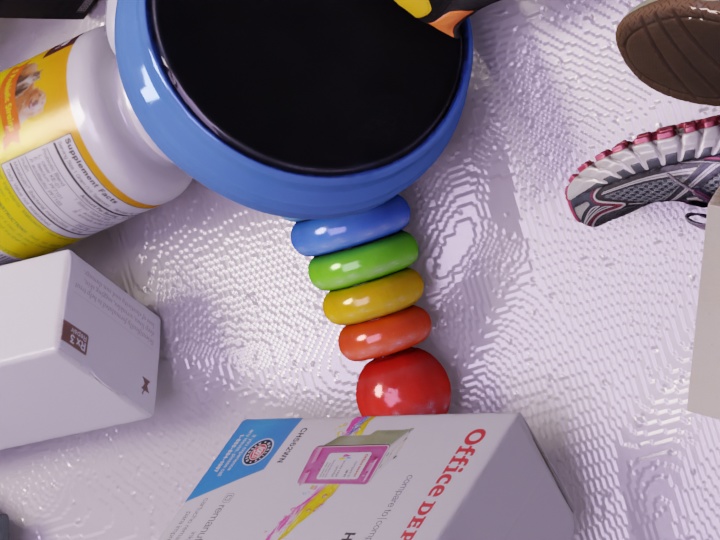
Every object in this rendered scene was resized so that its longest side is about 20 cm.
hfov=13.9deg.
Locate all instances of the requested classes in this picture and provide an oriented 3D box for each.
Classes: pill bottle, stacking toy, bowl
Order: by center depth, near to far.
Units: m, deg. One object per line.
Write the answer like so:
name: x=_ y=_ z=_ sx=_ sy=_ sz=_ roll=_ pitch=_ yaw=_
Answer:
bowl: x=-0.033 y=-0.127 z=1.596 sx=0.201 sy=0.201 sz=0.039 roll=60 pitch=154 yaw=9
stacking toy: x=0.000 y=0.000 z=1.658 sx=0.085 sy=0.085 sz=0.200 roll=-14 pitch=94 yaw=29
pill bottle: x=-0.171 y=-0.074 z=1.720 sx=0.200 sy=0.109 sz=0.109 roll=-22 pitch=86 yaw=28

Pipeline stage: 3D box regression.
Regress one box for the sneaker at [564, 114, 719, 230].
sneaker: x=0.201 y=-0.046 z=1.541 sx=0.200 sy=0.081 sz=0.075 roll=-9 pitch=94 yaw=28

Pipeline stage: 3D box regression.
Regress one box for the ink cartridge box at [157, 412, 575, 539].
ink cartridge box: x=-0.004 y=0.153 z=1.611 sx=0.200 sy=0.145 sz=0.085 roll=-3 pitch=128 yaw=37

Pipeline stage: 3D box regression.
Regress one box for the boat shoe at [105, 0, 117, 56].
boat shoe: x=-0.105 y=-0.197 z=1.666 sx=0.062 sy=0.072 sz=0.200 roll=-11 pitch=54 yaw=45

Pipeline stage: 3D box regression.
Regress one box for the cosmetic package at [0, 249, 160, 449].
cosmetic package: x=-0.228 y=0.056 z=1.762 sx=0.200 sy=0.102 sz=0.074 roll=-14 pitch=57 yaw=27

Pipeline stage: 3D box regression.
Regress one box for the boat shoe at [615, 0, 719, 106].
boat shoe: x=0.225 y=-0.134 z=1.528 sx=0.200 sy=0.076 sz=0.072 roll=0 pitch=132 yaw=44

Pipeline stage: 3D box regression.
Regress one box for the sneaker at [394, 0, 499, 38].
sneaker: x=0.096 y=-0.193 z=1.547 sx=0.200 sy=0.070 sz=0.090 roll=-30 pitch=125 yaw=29

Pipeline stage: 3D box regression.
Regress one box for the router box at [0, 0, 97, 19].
router box: x=-0.246 y=-0.214 z=1.691 sx=0.157 sy=0.200 sz=0.052 roll=45 pitch=111 yaw=17

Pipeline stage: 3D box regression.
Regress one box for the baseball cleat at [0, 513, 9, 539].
baseball cleat: x=-0.302 y=0.174 z=1.855 sx=0.200 sy=0.070 sz=0.107 roll=0 pitch=82 yaw=24

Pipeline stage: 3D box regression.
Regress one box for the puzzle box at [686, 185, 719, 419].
puzzle box: x=0.269 y=0.038 z=1.505 sx=0.200 sy=0.025 sz=0.133 roll=15 pitch=125 yaw=18
